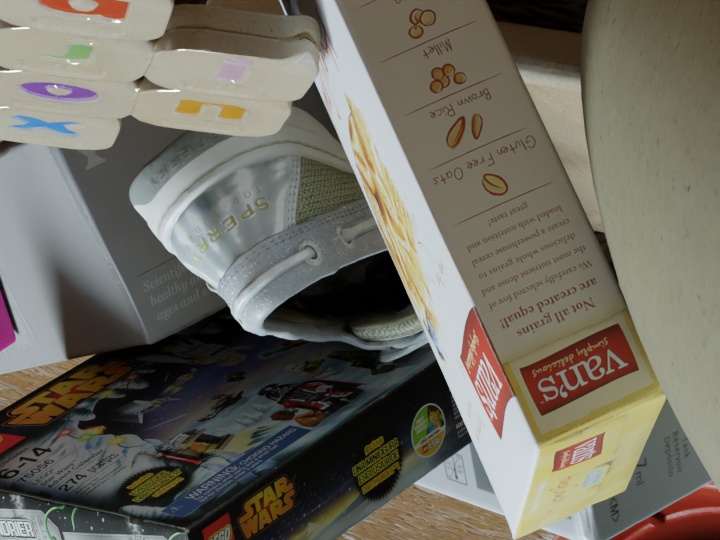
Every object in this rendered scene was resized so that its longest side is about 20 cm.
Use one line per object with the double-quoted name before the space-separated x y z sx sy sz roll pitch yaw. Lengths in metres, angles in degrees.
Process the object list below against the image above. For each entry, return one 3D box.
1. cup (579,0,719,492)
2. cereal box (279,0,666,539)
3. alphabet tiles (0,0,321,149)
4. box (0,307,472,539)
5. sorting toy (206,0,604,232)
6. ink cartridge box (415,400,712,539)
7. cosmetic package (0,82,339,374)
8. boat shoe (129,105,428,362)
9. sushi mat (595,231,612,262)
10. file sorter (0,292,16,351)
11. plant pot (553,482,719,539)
"cup" 0.128 -0.032 0.645 0.200 0.201 0.143 29 -170 -44
"cereal box" 0.016 -0.038 0.741 0.039 0.201 0.144 -22 167 -4
"alphabet tiles" -0.113 -0.059 0.726 0.199 0.015 0.196 7 171 -7
"box" -0.040 0.051 1.016 0.136 0.040 0.200 6 -154 40
"sorting toy" 0.075 -0.047 0.936 0.185 0.037 0.200 13 170 40
"ink cartridge box" 0.081 0.033 1.122 0.173 0.044 0.200 -25 -156 -33
"cosmetic package" -0.082 -0.024 1.060 0.091 0.106 0.200 65 159 -8
"boat shoe" 0.001 -0.001 0.923 0.065 0.074 0.202 59 -165 21
"sushi mat" 0.157 -0.007 1.072 0.095 0.012 0.200 21 168 -15
"file sorter" -0.249 -0.027 1.069 0.199 0.125 0.140 22 137 42
"plant pot" 0.208 0.220 1.610 0.200 0.202 0.195 12 175 25
